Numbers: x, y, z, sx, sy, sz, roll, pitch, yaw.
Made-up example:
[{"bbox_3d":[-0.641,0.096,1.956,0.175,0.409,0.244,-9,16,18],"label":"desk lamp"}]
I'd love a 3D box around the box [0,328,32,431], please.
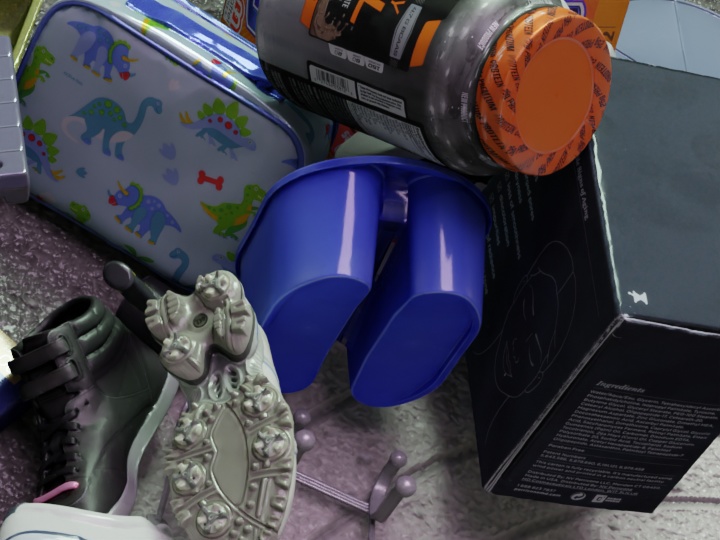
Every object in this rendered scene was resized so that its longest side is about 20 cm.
[{"bbox_3d":[-0.292,0.081,1.605,0.121,0.032,0.200,41,50,10],"label":"box"}]

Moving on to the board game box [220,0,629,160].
[{"bbox_3d":[0.047,-0.206,1.834,0.200,0.200,0.200,-3,36,-26],"label":"board game box"}]

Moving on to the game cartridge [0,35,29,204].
[{"bbox_3d":[-0.301,-0.085,1.605,0.200,0.038,0.130,-6,51,-9],"label":"game cartridge"}]

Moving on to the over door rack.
[{"bbox_3d":[-0.047,0.136,1.613,0.147,0.067,0.200,24,27,-5],"label":"over door rack"}]

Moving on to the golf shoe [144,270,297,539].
[{"bbox_3d":[-0.064,0.095,1.534,0.078,0.097,0.200,-19,47,11],"label":"golf shoe"}]

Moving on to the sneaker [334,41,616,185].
[{"bbox_3d":[0.089,-0.064,1.759,0.200,0.112,0.073,-23,21,-12],"label":"sneaker"}]

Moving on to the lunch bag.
[{"bbox_3d":[-0.122,-0.090,1.724,0.200,0.161,0.082,31,34,4],"label":"lunch bag"}]

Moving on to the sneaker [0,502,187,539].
[{"bbox_3d":[-0.106,0.171,1.489,0.200,0.073,0.071,21,33,-18],"label":"sneaker"}]

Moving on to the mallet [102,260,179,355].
[{"bbox_3d":[-0.135,0.015,1.637,0.066,0.200,0.041,37,85,18],"label":"mallet"}]

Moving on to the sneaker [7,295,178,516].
[{"bbox_3d":[-0.177,0.096,1.595,0.099,0.071,0.200,50,36,-25],"label":"sneaker"}]

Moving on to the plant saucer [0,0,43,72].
[{"bbox_3d":[-0.307,-0.113,1.702,0.200,0.048,0.200,4,48,11],"label":"plant saucer"}]

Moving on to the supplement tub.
[{"bbox_3d":[0.043,-0.130,1.603,0.122,0.123,0.200,-27,36,-37],"label":"supplement tub"}]

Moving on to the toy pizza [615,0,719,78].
[{"bbox_3d":[0.238,-0.120,2.002,0.200,0.032,0.201,12,52,-16],"label":"toy pizza"}]

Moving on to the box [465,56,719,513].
[{"bbox_3d":[0.154,0.010,1.652,0.124,0.197,0.200,8,53,-19],"label":"box"}]

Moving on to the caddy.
[{"bbox_3d":[0.000,0.000,1.658,0.141,0.200,0.105,10,59,-14],"label":"caddy"}]

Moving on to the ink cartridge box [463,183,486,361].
[{"bbox_3d":[0.128,0.003,1.825,0.136,0.076,0.200,-1,57,-25],"label":"ink cartridge box"}]
